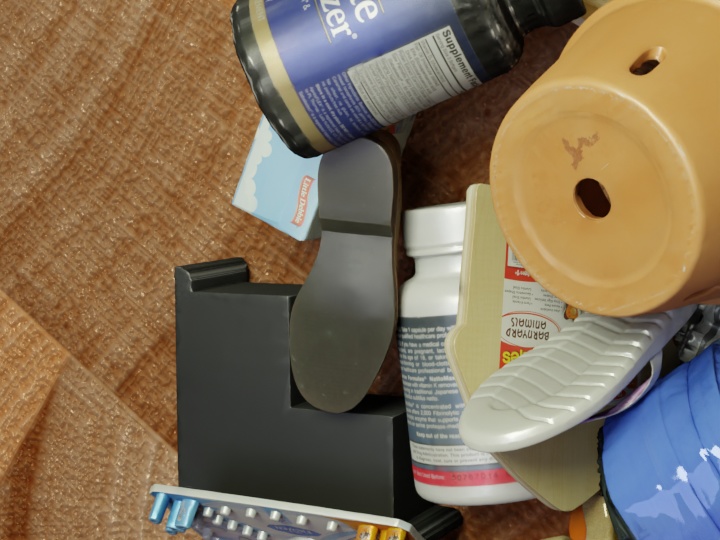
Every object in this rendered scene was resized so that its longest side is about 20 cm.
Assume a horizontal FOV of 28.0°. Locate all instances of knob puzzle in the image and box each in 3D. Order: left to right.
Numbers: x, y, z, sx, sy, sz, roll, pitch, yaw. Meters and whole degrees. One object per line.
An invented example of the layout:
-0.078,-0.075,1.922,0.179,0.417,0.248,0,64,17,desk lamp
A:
0.129,0.055,0.940,0.030,0.220,0.220,-3,96,55,knob puzzle

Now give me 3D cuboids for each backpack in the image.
0.250,0.141,0.884,0.168,0.163,0.200,-40,98,17,backpack

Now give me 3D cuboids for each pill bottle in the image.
0.031,-0.156,0.890,0.200,0.112,0.112,-23,85,13,pill bottle
0.084,0.052,1.000,0.120,0.120,0.200,-6,94,28,pill bottle

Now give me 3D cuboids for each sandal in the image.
0.146,0.065,0.885,0.082,0.203,0.050,8,124,51,sandal

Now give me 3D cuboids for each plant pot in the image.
0.168,-0.060,0.826,0.200,0.140,0.200,22,125,36,plant pot

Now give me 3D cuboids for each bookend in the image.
-0.032,0.095,1.083,0.199,0.092,0.200,1,96,26,bookend

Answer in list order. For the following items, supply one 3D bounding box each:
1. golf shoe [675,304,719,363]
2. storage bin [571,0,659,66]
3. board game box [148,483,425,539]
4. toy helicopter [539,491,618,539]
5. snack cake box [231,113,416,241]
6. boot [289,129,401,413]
0.281,-0.013,0.930,0.097,0.078,0.200,21,110,4,golf shoe
0.223,-0.228,0.907,0.200,0.094,0.199,32,110,21,storage bin
-0.029,0.215,1.045,0.200,0.200,0.026,3,61,25,board game box
0.161,0.208,0.934,0.079,0.200,0.132,-17,71,28,toy helicopter
-0.008,-0.127,1.028,0.067,0.115,0.200,28,108,22,snack cake box
0.000,0.000,0.994,0.074,0.075,0.200,13,107,12,boot
